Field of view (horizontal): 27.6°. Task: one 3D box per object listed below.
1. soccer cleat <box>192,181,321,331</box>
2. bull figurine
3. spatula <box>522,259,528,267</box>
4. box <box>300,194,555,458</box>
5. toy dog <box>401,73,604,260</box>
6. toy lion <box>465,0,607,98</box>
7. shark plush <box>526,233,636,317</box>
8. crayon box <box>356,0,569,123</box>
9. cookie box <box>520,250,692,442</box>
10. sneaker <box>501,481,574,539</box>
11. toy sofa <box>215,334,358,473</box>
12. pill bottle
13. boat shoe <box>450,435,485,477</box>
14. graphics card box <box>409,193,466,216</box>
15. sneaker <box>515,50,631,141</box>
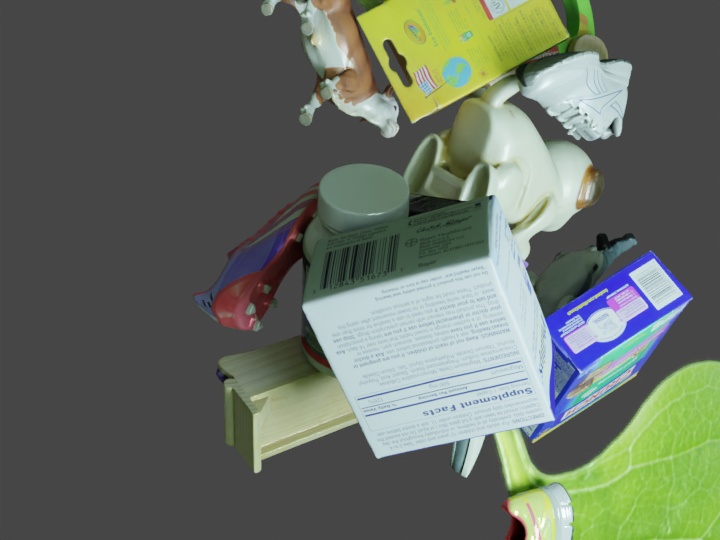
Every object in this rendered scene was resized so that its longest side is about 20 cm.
[{"bbox_3d":[-0.091,-0.024,1.502,0.201,0.076,0.067,-56,154,-26],"label":"soccer cleat"},{"bbox_3d":[-0.027,-0.217,1.495,0.121,0.065,0.201,-40,110,-54],"label":"bull figurine"},{"bbox_3d":[0.100,0.052,1.598,0.200,0.021,0.056,-46,149,10],"label":"spatula"},{"bbox_3d":[0.069,0.055,1.367,0.182,0.105,0.201,-14,123,17],"label":"box"},{"bbox_3d":[0.168,-0.108,1.597,0.199,0.139,0.196,14,94,-42],"label":"toy dog"},{"bbox_3d":[0.166,-0.295,1.610,0.199,0.069,0.194,-12,95,-28],"label":"toy lion"},{"bbox_3d":[0.243,0.016,1.711,0.200,0.090,0.084,-50,142,-31],"label":"shark plush"},{"bbox_3d":[0.101,-0.250,1.524,0.199,0.051,0.128,-29,94,-14],"label":"crayon box"},{"bbox_3d":[0.256,0.089,1.633,0.170,0.200,0.075,-30,71,-23],"label":"cookie box"},{"bbox_3d":[0.195,0.349,1.713,0.090,0.078,0.202,-2,93,-21],"label":"sneaker"},{"bbox_3d":[-0.051,0.125,1.542,0.199,0.098,0.083,-19,130,-26],"label":"toy sofa"},{"bbox_3d":[0.000,0.000,1.474,0.119,0.120,0.201,-18,131,-26],"label":"pill bottle"},{"bbox_3d":[0.117,0.131,1.651,0.061,0.073,0.202,11,102,13],"label":"boat shoe"},{"bbox_3d":[0.074,-0.011,1.514,0.051,0.199,0.127,-21,106,-27],"label":"graphics card box"},{"bbox_3d":[0.231,-0.181,1.532,0.199,0.074,0.088,-2,88,-51],"label":"sneaker"}]
